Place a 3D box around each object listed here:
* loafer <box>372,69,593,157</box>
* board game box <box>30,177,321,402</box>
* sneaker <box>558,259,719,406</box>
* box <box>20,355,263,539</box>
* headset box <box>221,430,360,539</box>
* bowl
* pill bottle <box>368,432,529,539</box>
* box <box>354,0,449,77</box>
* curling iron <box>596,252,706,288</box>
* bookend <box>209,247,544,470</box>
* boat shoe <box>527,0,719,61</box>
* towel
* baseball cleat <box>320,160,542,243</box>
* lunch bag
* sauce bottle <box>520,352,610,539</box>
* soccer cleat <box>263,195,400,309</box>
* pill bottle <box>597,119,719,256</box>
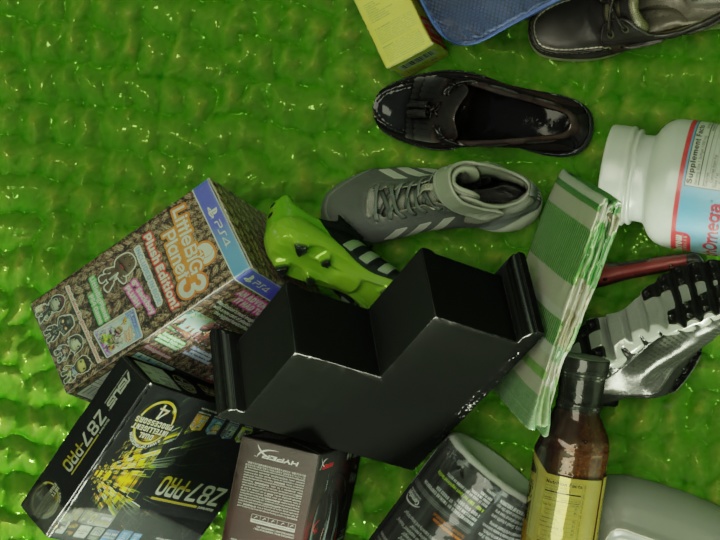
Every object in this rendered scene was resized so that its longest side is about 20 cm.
[{"bbox_3d":[0.102,-0.139,1.581,0.199,0.063,0.072,8,91,15],"label":"loafer"},{"bbox_3d":[-0.156,0.033,1.589,0.199,0.159,0.097,-33,64,11],"label":"board game box"},{"bbox_3d":[0.259,0.057,1.526,0.199,0.090,0.067,-29,41,24],"label":"sneaker"},{"bbox_3d":[-0.179,0.167,1.583,0.049,0.200,0.162,42,99,33],"label":"box"},{"bbox_3d":[-0.068,0.243,1.578,0.074,0.149,0.202,12,91,15],"label":"headset box"},{"bbox_3d":[0.254,0.290,1.531,0.199,0.075,0.201,21,93,14],"label":"bowl"},{"bbox_3d":[0.060,0.247,1.565,0.106,0.106,0.200,38,98,12],"label":"pill bottle"},{"bbox_3d":[0.010,-0.273,1.604,0.050,0.075,0.201,-26,82,13],"label":"box"},{"bbox_3d":[0.207,0.014,1.570,0.198,0.026,0.050,-3,86,15],"label":"curling iron"},{"bbox_3d":[0.010,0.054,1.497,0.199,0.199,0.093,-50,35,36],"label":"bookend"},{"bbox_3d":[0.236,-0.224,1.546,0.199,0.065,0.073,-7,89,16],"label":"boat shoe"},{"bbox_3d":[0.160,0.023,1.507,0.023,0.153,0.201,14,100,-13],"label":"towel"},{"bbox_3d":[0.056,-0.069,1.571,0.198,0.106,0.070,-5,76,10],"label":"baseball cleat"},{"bbox_3d":[0.133,-0.293,1.539,0.199,0.132,0.136,-24,104,16],"label":"lunch bag"},{"bbox_3d":[0.172,0.169,1.494,0.066,0.066,0.202,10,93,15],"label":"sauce bottle"},{"bbox_3d":[0.000,0.000,1.576,0.199,0.081,0.067,32,123,-29],"label":"soccer cleat"},{"bbox_3d":[0.301,-0.066,1.504,0.199,0.109,0.110,10,92,15],"label":"pill bottle"}]
